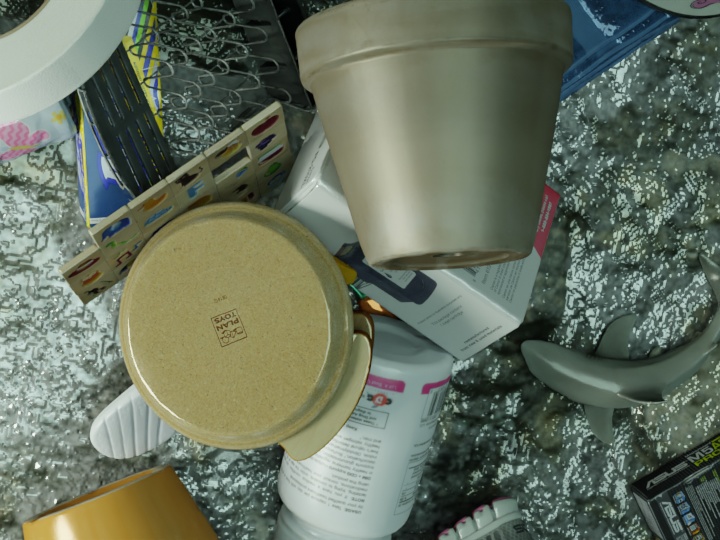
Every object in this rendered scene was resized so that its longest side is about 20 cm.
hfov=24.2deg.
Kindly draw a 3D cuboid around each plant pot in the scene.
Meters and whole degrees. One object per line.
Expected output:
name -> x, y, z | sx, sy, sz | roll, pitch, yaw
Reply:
plant pot -> -0.175, 0.260, 1.319 | 0.200, 0.200, 0.184 | -21, 90, -9
plant pot -> 0.056, -0.092, 1.190 | 0.200, 0.200, 0.174 | -2, 84, -13

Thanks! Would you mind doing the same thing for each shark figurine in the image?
shark figurine -> 0.258, 0.082, 1.433 | 0.214, 0.090, 0.128 | -23, 107, -6

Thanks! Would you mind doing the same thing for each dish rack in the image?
dish rack -> -0.121, -0.149, 1.256 | 0.200, 0.054, 0.154 | -45, 126, -34

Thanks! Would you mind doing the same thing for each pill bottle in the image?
pill bottle -> -0.003, 0.145, 1.360 | 0.113, 0.113, 0.200 | 10, 108, -15

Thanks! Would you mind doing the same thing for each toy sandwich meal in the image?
toy sandwich meal -> -0.083, 0.043, 1.267 | 0.205, 0.070, 0.206 | 1, 93, 15

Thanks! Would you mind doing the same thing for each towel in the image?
towel -> 0.152, -0.196, 1.342 | 0.200, 0.049, 0.112 | -34, 87, -18

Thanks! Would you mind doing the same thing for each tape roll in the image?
tape roll -> -0.248, -0.198, 1.206 | 0.203, 0.203, 0.037 | -43, 143, -2

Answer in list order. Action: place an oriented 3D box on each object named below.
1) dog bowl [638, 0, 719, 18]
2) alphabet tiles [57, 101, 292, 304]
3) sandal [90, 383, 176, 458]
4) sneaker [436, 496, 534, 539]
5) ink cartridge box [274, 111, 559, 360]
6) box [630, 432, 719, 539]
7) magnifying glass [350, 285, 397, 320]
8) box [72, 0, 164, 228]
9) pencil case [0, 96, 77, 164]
dog bowl -> 0.274, -0.307, 1.333 | 0.200, 0.074, 0.201 | 3, 80, -19
alphabet tiles -> -0.137, -0.044, 1.275 | 0.200, 0.167, 0.008 | -35, 78, -8
sandal -> -0.134, 0.071, 1.346 | 0.206, 0.059, 0.079 | -32, 133, 2
sneaker -> 0.075, 0.274, 1.403 | 0.200, 0.074, 0.087 | -32, 69, -22
ink cartridge box -> 0.044, -0.049, 1.321 | 0.200, 0.084, 0.145 | 35, 50, -17
box -> 0.354, 0.242, 1.509 | 0.160, 0.044, 0.200 | -29, 106, -7
magnifying glass -> 0.000, 0.000, 1.388 | 0.079, 0.022, 0.200 | -25, 106, -8
box -> -0.188, -0.137, 1.289 | 0.064, 0.070, 0.201 | -5, 102, -14
pencil case -> -0.313, -0.098, 1.257 | 0.200, 0.091, 0.083 | -27, 70, -7
